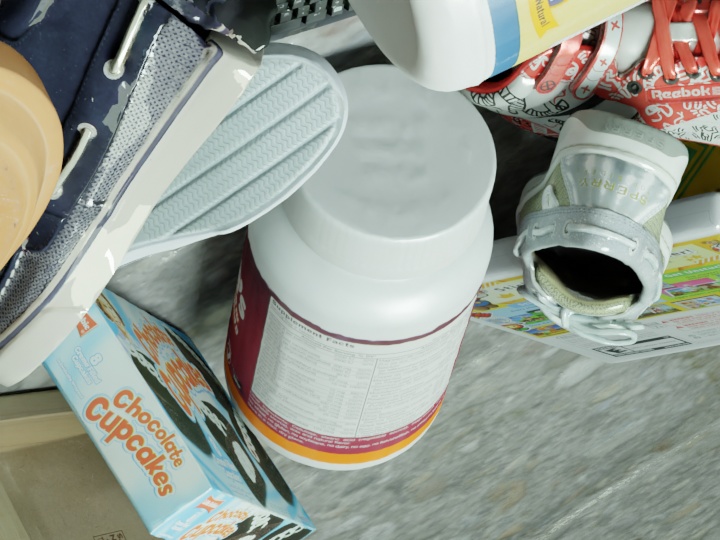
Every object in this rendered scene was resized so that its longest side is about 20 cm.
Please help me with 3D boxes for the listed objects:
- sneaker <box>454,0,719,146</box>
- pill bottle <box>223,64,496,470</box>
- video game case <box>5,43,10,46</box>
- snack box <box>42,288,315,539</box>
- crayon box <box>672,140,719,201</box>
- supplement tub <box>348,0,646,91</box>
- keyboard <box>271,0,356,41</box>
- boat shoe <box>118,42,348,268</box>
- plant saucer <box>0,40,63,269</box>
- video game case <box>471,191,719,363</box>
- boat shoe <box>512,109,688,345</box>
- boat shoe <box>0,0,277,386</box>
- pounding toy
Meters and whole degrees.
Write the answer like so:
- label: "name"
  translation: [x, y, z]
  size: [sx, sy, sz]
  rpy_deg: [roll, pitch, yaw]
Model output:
- label: "sneaker"
  translation: [0.130, -0.092, 1.226]
  size: [0.201, 0.068, 0.108]
  rpy_deg: [-2, 168, 35]
- label: "pill bottle"
  translation: [0.000, 0.000, 1.295]
  size: [0.109, 0.110, 0.200]
  rpy_deg: [-21, 154, -20]
- label: "video game case"
  translation: [-0.235, -0.010, 0.995]
  size: [0.200, 0.023, 0.182]
  rpy_deg: [-6, 146, -42]
- label: "snack box"
  translation: [-0.085, 0.070, 1.290]
  size: [0.037, 0.116, 0.200]
  rpy_deg: [-36, 165, 4]
- label: "crayon box"
  translation: [0.211, -0.045, 1.392]
  size: [0.125, 0.052, 0.200]
  rpy_deg: [8, 164, -24]
- label: "supplement tub"
  translation: [0.082, -0.166, 1.021]
  size: [0.200, 0.145, 0.145]
  rpy_deg: [-27, 156, -8]
- label: "keyboard"
  translation: [-0.012, -0.129, 1.141]
  size: [0.199, 0.021, 0.127]
  rpy_deg: [-20, 154, -24]
- label: "boat shoe"
  translation: [-0.097, -0.041, 1.173]
  size: [0.199, 0.074, 0.067]
  rpy_deg: [-25, -163, 10]
- label: "plant saucer"
  translation: [-0.192, -0.008, 0.985]
  size: [0.200, 0.032, 0.200]
  rpy_deg: [-26, 155, -13]
- label: "video game case"
  translation: [0.150, 0.007, 1.443]
  size: [0.200, 0.023, 0.182]
  rpy_deg: [-12, 160, 40]
- label: "boat shoe"
  translation: [0.102, -0.007, 1.282]
  size: [0.202, 0.074, 0.065]
  rpy_deg: [104, 6, -72]
- label: "boat shoe"
  translation: [-0.119, -0.050, 1.084]
  size: [0.093, 0.075, 0.200]
  rpy_deg: [30, 117, -14]
- label: "pounding toy"
  translation: [-0.120, 0.170, 1.399]
  size: [0.200, 0.184, 0.142]
  rpy_deg: [-5, 146, -44]
